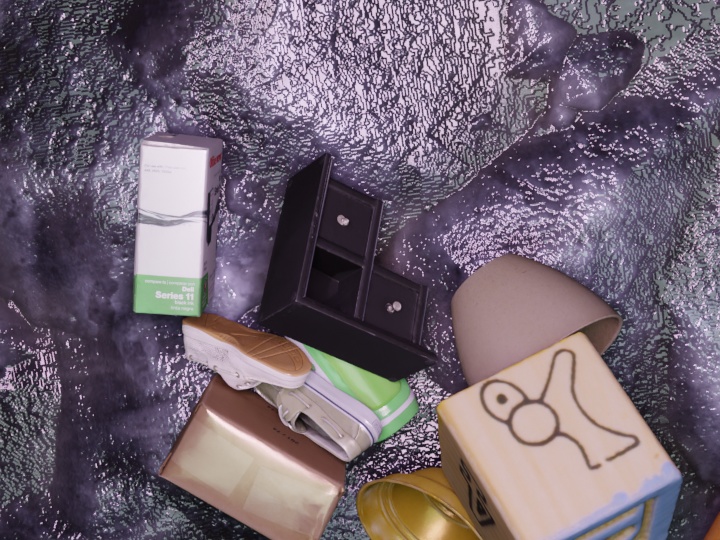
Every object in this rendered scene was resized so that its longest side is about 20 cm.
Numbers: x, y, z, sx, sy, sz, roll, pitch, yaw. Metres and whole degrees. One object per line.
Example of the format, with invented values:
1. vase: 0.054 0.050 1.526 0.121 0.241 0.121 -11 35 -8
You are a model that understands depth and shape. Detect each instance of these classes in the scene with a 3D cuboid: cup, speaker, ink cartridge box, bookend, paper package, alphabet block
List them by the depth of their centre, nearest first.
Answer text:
1. alphabet block: 0.214 0.223 1.558 0.195 0.197 0.200 -24 59 -11
2. bookend: 0.000 0.000 1.669 0.200 0.092 0.199 26 59 -25
3. cup: 0.188 0.065 1.671 0.200 0.200 0.143 -40 69 8
4. ink cartridge box: -0.216 -0.058 1.677 0.083 0.147 0.200 4 101 0
5. paper package: -0.122 0.229 1.697 0.200 0.191 0.104 30 97 -3
6. speaker: -0.016 0.110 1.727 0.088 0.088 0.200 -37 96 8

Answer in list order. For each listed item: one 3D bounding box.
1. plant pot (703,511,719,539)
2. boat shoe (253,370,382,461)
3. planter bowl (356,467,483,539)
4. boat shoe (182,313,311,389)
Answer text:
1. plant pot: 0.514 0.312 1.693 0.200 0.200 0.183 34 115 -3
2. boat shoe: -0.066 0.164 1.702 0.200 0.062 0.072 23 140 34
3. planter bowl: 0.100 0.304 1.733 0.200 0.083 0.201 25 140 23
4. boat shoe: -0.138 0.111 1.709 0.200 0.071 0.069 21 114 39
